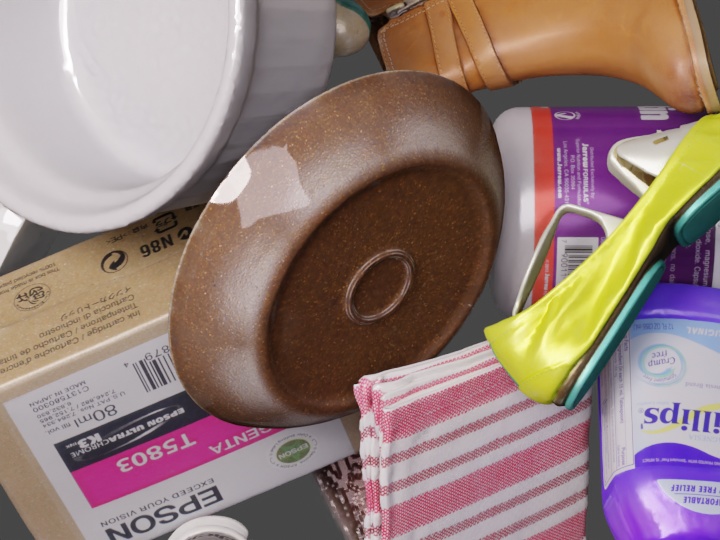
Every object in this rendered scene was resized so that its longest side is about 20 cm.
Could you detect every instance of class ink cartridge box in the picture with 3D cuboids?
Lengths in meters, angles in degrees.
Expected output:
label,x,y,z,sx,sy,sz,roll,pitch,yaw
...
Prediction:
label,x,y,z,sx,sy,sz,roll,pitch,yaw
ink cartridge box,-0.098,0.053,1.331,0.200,0.165,0.075,-24,48,-1

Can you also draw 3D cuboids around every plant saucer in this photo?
label,x,y,z,sx,sy,sz,roll,pitch,yaw
plant saucer,0.000,0.000,1.249,0.200,0.200,0.037,-49,52,-2

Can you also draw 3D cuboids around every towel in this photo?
label,x,y,z,sx,sy,sz,roll,pitch,yaw
towel,0.058,0.126,1.327,0.146,0.030,0.200,-19,120,-36

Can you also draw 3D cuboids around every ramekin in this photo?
label,x,y,z,sx,sy,sz,roll,pitch,yaw
ramekin,-0.107,-0.120,1.246,0.200,0.098,0.201,3,96,36

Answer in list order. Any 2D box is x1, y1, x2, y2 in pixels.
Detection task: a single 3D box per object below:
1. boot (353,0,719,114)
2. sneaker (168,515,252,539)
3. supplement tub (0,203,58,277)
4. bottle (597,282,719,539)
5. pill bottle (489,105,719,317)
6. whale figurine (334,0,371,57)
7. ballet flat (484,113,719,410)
label,x,y,z,sx,sy,sz,roll,pitch,yaw
boot,0.090,-0.114,1.344,0.155,0.200,0.074,-21,124,-6
sneaker,-0.074,0.227,1.324,0.074,0.087,0.200,-4,88,2
supplement tub,-0.252,-0.068,1.353,0.200,0.144,0.144,29,88,2
bottle,0.160,0.105,1.285,0.083,0.065,0.200,6,60,-8
pill bottle,0.167,-0.031,1.363,0.200,0.112,0.113,0,87,0
whale figurine,-0.054,-0.175,1.345,0.159,0.200,0.104,35,46,-13
ballet flat,0.135,-0.024,1.275,0.067,0.067,0.200,39,86,14
